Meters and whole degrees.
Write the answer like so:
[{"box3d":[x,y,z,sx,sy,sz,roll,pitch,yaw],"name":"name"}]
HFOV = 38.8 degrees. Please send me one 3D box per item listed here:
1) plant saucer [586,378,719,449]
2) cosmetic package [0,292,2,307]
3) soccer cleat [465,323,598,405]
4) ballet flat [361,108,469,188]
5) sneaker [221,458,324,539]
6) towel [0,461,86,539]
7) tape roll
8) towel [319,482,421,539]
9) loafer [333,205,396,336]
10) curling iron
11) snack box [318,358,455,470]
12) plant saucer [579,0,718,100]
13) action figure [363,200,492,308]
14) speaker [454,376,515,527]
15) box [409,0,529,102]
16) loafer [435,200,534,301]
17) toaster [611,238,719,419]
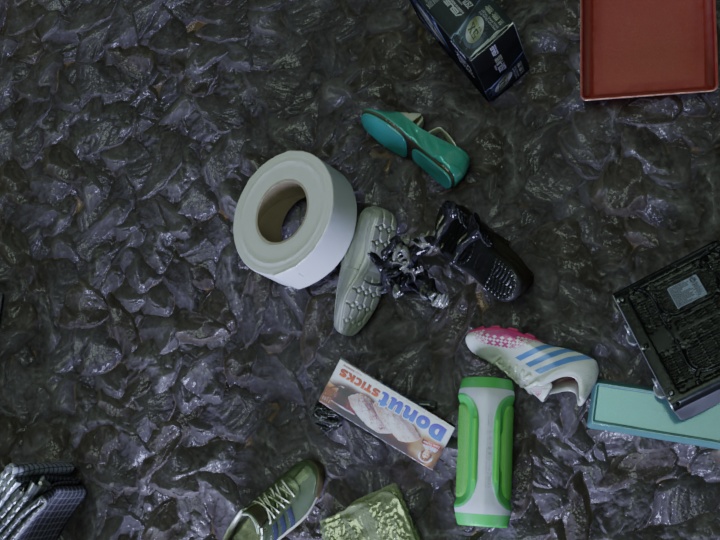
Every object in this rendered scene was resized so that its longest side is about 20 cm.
[{"box3d":[0.416,0.198,1.418,0.196,0.019,0.071,7,80,19],"name":"plant saucer"},{"box3d":[-0.744,0.126,1.764,0.196,0.123,0.204,0,78,17],"name":"cosmetic package"},{"box3d":[0.238,0.136,1.458,0.196,0.070,0.088,11,64,19],"name":"soccer cleat"},{"box3d":[0.092,-0.204,1.603,0.199,0.068,0.070,38,66,22],"name":"ballet flat"},{"box3d":[-0.135,0.364,1.523,0.067,0.090,0.201,42,92,23],"name":"sneaker"},{"box3d":[-0.533,0.400,1.609,0.085,0.165,0.201,38,92,18],"name":"towel"},{"box3d":[-0.104,-0.080,1.599,0.199,0.070,0.207,-13,67,31],"name":"tape roll"},{"box3d":[0.032,0.427,1.483,0.147,0.036,0.202,-31,70,10],"name":"towel"},{"box3d":[0.000,0.000,1.584,0.069,0.069,0.204,16,86,55],"name":"loafer"},{"box3d":[0.019,0.210,1.546,0.196,0.026,0.051,-8,96,11],"name":"curling iron"},{"box3d":[0.039,0.211,1.514,0.198,0.024,0.073,30,93,10],"name":"snack box"},{"box3d":[0.429,-0.350,1.532,0.196,0.037,0.204,-1,77,17],"name":"plant saucer"},{"box3d":[0.088,-0.012,1.487,0.199,0.118,0.103,-40,29,25],"name":"action figure"},{"box3d":[0.176,0.256,1.448,0.087,0.088,0.204,-1,77,18],"name":"speaker"},{"box3d":[0.157,-0.380,1.561,0.086,0.164,0.201,-38,70,5],"name":"box"},{"box3d":[0.185,-0.027,1.528,0.201,0.070,0.074,52,127,32],"name":"loafer"},{"box3d":[0.460,0.075,1.369,0.198,0.119,0.183,-29,65,10],"name":"toaster"}]
